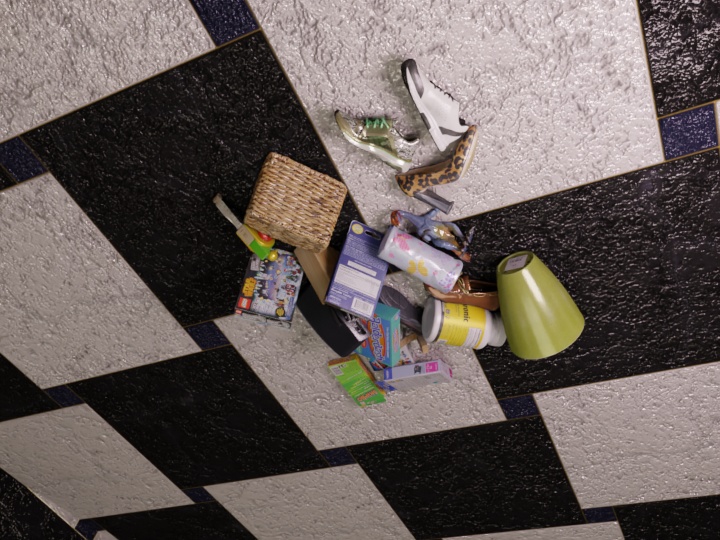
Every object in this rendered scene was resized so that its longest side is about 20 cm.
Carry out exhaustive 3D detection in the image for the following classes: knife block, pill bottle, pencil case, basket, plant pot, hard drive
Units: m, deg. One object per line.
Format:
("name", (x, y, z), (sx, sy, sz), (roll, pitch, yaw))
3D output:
("knife block", (-0.073, 0.035, 1.627), (0.197, 0.178, 0.064), (30, 132, -19))
("pill bottle", (0.258, 0.132, 1.704), (0.195, 0.113, 0.113), (10, 135, -12))
("pencil case", (0.134, -0.027, 1.573), (0.197, 0.091, 0.084), (29, 123, -3))
("basket", (-0.147, -0.145, 1.549), (0.196, 0.152, 0.143), (21, 167, -11))
("plant pot", (0.392, 0.064, 1.597), (0.184, 0.188, 0.203), (-20, 113, 26))
("hard drive", (-0.075, 0.119, 1.722), (0.201, 0.042, 0.135), (49, 137, 3))

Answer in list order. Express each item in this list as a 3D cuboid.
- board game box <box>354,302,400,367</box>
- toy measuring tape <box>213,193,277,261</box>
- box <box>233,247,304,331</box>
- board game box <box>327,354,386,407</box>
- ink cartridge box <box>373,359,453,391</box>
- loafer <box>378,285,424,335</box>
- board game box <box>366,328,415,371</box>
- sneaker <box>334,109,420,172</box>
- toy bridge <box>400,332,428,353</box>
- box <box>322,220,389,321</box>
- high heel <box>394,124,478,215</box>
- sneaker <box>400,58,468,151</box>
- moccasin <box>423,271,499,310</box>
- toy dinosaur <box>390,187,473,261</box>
("board game box", (0.007, 0.140, 1.735), (0.196, 0.045, 0.155), (18, 128, 28))
("toy measuring tape", (-0.260, -0.105, 1.621), (0.201, 0.074, 0.073), (49, 126, -4))
("box", (-0.209, 0.036, 1.633), (0.134, 0.203, 0.040), (13, 140, -5))
("board game box", (-0.006, 0.321, 1.993), (0.094, 0.030, 0.202), (-16, 126, 24))
("ink cartridge box", (0.144, 0.290, 1.901), (0.196, 0.043, 0.119), (-15, 154, 19))
("loafer", (0.104, 0.111, 1.747), (0.198, 0.073, 0.063), (33, 135, -25))
("board game box", (0.059, 0.188, 1.850), (0.123, 0.035, 0.202), (-11, 130, 19))
("sneaker", (0.038, -0.283, 1.393), (0.197, 0.078, 0.089), (26, 119, -22))
("toy bridge", (0.160, 0.185, 1.801), (0.195, 0.068, 0.028), (-16, 122, -5))
("box", (0.000, 0.000, 1.591), (0.119, 0.204, 0.032), (22, 164, -13))
("high heel", (0.155, -0.229, 1.429), (0.141, 0.071, 0.203), (29, 121, 12))
("sneaker", (0.142, -0.329, 1.332), (0.079, 0.075, 0.201), (-27, 130, 13))
("moccasin", (0.247, 0.042, 1.654), (0.196, 0.074, 0.079), (15, 125, -1))
("toy dinosaur", (0.154, -0.080, 1.548), (0.178, 0.106, 0.202), (17, 148, 19))
